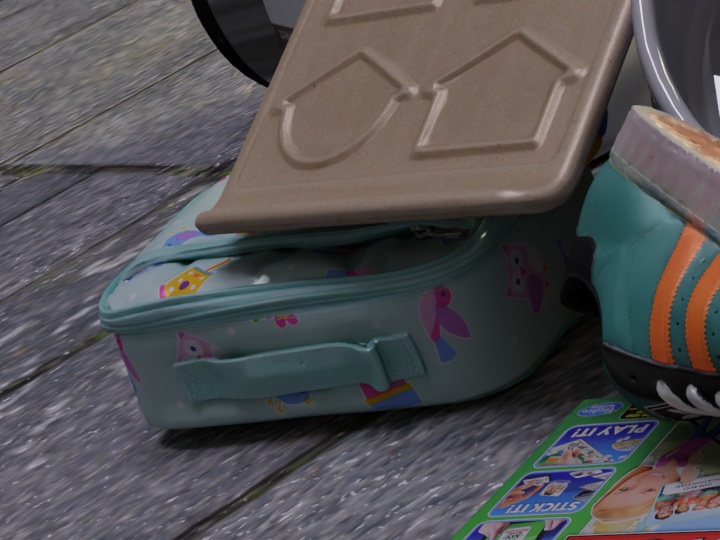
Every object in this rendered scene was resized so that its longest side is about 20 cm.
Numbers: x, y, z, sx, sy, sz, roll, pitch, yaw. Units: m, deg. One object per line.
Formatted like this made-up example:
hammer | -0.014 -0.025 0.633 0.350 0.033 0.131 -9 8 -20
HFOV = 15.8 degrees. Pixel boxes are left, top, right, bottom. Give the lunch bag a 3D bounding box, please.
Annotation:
lunch bag | 0.000 0.000 1.074 0.199 0.077 0.160 -10 21 32

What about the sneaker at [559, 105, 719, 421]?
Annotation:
sneaker | 0.125 0.023 0.800 0.071 0.080 0.200 18 18 -29

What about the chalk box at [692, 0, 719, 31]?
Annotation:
chalk box | 0.183 -0.109 1.055 0.123 0.125 0.201 -18 45 8

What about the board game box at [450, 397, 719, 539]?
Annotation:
board game box | 0.122 0.077 0.787 0.199 0.029 0.135 -7 22 39

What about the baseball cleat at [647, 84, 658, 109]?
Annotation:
baseball cleat | 0.227 -0.103 1.167 0.199 0.070 0.107 -19 33 14

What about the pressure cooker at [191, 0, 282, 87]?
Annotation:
pressure cooker | 0.019 -0.192 1.460 0.199 0.176 0.179 -10 24 41

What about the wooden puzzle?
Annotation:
wooden puzzle | 0.044 -0.089 1.019 0.185 0.046 0.201 -3 52 44

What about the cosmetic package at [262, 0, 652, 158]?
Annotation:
cosmetic package | 0.052 -0.154 1.264 0.164 0.201 0.165 -26 18 -18

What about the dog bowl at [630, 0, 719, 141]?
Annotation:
dog bowl | 0.199 -0.090 0.915 0.199 0.201 0.079 -19 -25 9
